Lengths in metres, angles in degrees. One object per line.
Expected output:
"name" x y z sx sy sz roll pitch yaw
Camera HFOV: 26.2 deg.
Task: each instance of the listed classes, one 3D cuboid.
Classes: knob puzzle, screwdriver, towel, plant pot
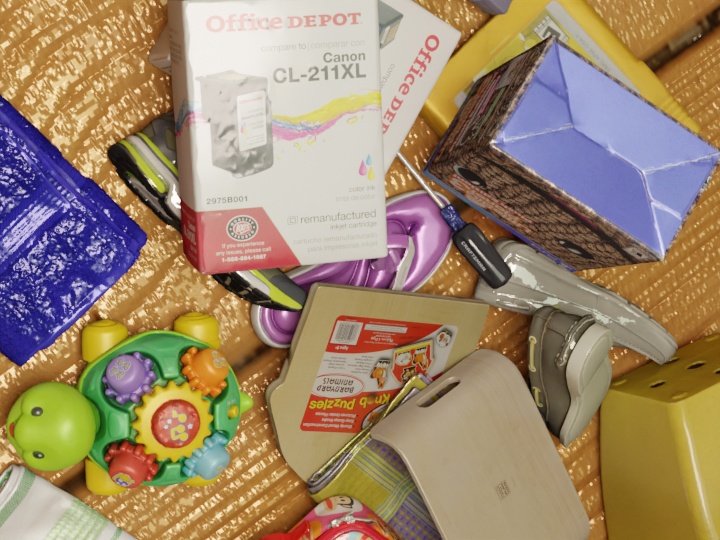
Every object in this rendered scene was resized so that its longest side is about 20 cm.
"knob puzzle" 0.003 0.105 1.315 0.220 0.030 0.220 -14 122 -25
"screwdriver" 0.061 -0.066 1.304 0.028 0.029 0.200 -41 98 -26
"towel" -0.277 -0.039 1.187 0.148 0.050 0.200 -47 111 -10
"towel" -0.242 0.267 1.255 0.200 0.031 0.149 38 84 -22
"plant pot" 0.325 0.163 1.377 0.200 0.200 0.176 -23 99 -17
"towel" 0.058 0.194 1.346 0.144 0.023 0.200 -45 120 -3

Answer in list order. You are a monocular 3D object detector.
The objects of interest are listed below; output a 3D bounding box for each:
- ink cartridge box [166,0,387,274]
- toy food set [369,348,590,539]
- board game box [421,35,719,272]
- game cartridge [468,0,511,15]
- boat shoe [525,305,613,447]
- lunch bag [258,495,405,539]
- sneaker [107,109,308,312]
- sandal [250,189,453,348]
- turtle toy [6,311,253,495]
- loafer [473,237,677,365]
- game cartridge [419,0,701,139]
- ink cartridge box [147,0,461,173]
"ink cartridge box" -0.062 -0.108 1.146 0.146 0.083 0.200 -6 103 -12
"toy food set" 0.101 0.186 1.307 0.143 0.060 0.200 -33 101 -34
"board game box" 0.159 -0.084 1.213 0.159 0.200 0.097 33 82 -8
"game cartridge" 0.076 -0.307 1.250 0.200 0.038 0.130 31 72 -43
"boat shoe" 0.175 0.090 1.331 0.060 0.202 0.072 31 69 20
"lunch bag" -0.041 0.288 1.296 0.200 0.082 0.176 -44 113 3
"sneaker" -0.105 -0.048 1.235 0.081 0.074 0.200 -45 104 -16
"sandal" 0.004 0.006 1.302 0.203 0.050 0.082 -35 108 -14
"turtle toy" -0.178 0.114 1.219 0.200 0.101 0.146 -4 99 -21
"loafer" 0.190 0.040 1.373 0.200 0.070 0.070 27 92 -15
"game cartridge" 0.169 -0.135 1.332 0.176 0.032 0.200 -45 95 -10
"ink cartridge box" -0.043 -0.177 1.233 0.200 0.088 0.145 31 85 -19
